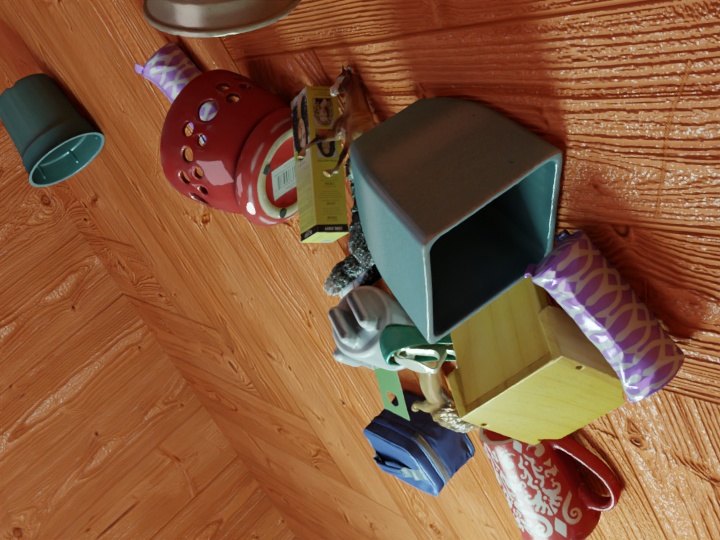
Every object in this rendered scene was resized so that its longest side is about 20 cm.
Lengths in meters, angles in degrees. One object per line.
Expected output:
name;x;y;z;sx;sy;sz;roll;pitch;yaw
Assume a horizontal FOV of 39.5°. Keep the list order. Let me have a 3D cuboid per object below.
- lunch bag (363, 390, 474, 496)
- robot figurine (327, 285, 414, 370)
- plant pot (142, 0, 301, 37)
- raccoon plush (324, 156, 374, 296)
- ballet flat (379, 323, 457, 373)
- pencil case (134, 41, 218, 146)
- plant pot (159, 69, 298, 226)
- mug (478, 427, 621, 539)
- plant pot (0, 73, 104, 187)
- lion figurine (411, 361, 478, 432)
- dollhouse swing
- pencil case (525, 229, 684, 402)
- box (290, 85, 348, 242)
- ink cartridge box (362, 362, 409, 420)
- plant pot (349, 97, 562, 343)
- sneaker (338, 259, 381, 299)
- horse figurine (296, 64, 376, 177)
lunch bag;0.096;0.323;1.865;0.199;0.132;0.137;9;135;58
robot figurine;0.033;0.092;1.573;0.199;0.169;0.114;26;-148;-53
plant pot;-0.172;-0.402;1.166;0.199;0.199;0.186;31;141;37
raccoon plush;-0.012;-0.070;1.394;0.134;0.199;0.097;50;-169;-2
ballet flat;0.123;0.116;1.427;0.196;0.071;0.068;0;149;10
pencil case;-0.280;-0.282;1.668;0.201;0.085;0.084;50;159;1
plant pot;-0.167;-0.178;1.482;0.181;0.201;0.202;24;148;32
mug;0.287;0.299;1.525;0.202;0.176;0.134;61;-168;-18
plant pot;-0.730;-0.333;2.323;0.197;0.199;0.200;54;159;8
lion figurine;0.121;0.183;1.675;0.122;0.072;0.202;1;126;57
dollhouse swing;0.224;0.091;1.293;0.180;0.178;0.200;21;140;-24
pencil case;0.274;0.052;1.129;0.201;0.084;0.085;50;124;2
box;-0.057;-0.144;1.371;0.075;0.049;0.204;155;111;-67
ink cartridge box;0.021;0.156;1.729;0.145;0.047;0.203;-175;72;-74
plant pot;0.091;-0.082;1.162;0.200;0.195;0.197;46;160;32
sneaker;0.000;0.000;1.615;0.073;0.071;0.200;54;155;9
horse figurine;0.011;-0.150;1.308;0.199;0.133;0.050;41;157;-15
